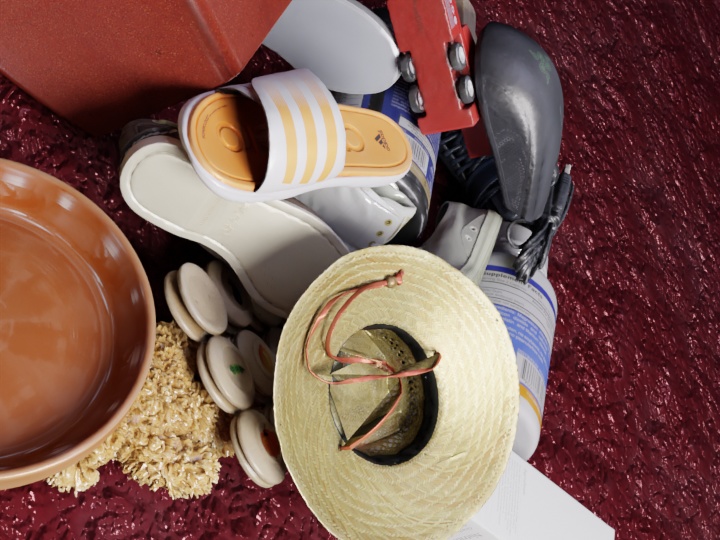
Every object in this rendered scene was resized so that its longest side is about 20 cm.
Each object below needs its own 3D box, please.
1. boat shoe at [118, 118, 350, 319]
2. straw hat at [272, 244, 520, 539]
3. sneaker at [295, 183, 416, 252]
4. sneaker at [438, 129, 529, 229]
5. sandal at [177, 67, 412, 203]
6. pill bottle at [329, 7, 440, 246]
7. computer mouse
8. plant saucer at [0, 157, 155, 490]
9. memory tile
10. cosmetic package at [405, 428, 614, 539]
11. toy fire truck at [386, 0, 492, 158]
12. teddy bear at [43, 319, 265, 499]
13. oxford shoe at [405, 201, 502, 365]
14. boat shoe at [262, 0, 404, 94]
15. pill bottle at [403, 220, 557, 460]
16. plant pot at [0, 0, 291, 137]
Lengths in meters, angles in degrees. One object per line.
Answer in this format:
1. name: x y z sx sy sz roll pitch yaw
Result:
1. boat shoe: -0.075 -0.032 0.848 0.199 0.072 0.060 33 16 -31
2. straw hat: 0.006 0.079 0.853 0.199 0.085 0.205 -1 92 -34
3. sneaker: 0.000 0.000 0.927 0.201 0.115 0.074 55 16 -25
4. sneaker: 0.103 -0.105 1.159 0.202 0.077 0.147 43 20 -28
5. sandal: -0.028 -0.095 0.826 0.205 0.059 0.080 -9 67 -48
6. pill bottle: 0.012 -0.118 1.051 0.112 0.111 0.202 40 43 -30
7. computer mouse: 0.139 -0.104 1.016 0.139 0.052 0.202 -64 143 -47
8. plant saucer: -0.210 0.026 0.697 0.197 0.032 0.203 12 54 -17
9. memory tile: -0.059 0.063 0.880 0.155 0.017 0.200 65 18 8
10. cosmetic package: 0.091 0.197 0.967 0.199 0.112 0.082 39 44 -28
11. toy fire truck: 0.074 -0.174 1.013 0.141 0.048 0.203 -52 130 -60
12. teddy bear: -0.130 0.074 0.796 0.199 0.066 0.147 21 52 -46
13. oxford shoe: 0.059 0.011 0.975 0.057 0.076 0.201 21 37 5
14. boat shoe: -0.055 -0.199 1.001 0.197 0.072 0.070 20 28 4
15. pill bottle: 0.104 0.057 1.066 0.112 0.111 0.202 43 40 -26
16. plant pot: -0.151 -0.210 0.844 0.177 0.198 0.201 56 36 -25
